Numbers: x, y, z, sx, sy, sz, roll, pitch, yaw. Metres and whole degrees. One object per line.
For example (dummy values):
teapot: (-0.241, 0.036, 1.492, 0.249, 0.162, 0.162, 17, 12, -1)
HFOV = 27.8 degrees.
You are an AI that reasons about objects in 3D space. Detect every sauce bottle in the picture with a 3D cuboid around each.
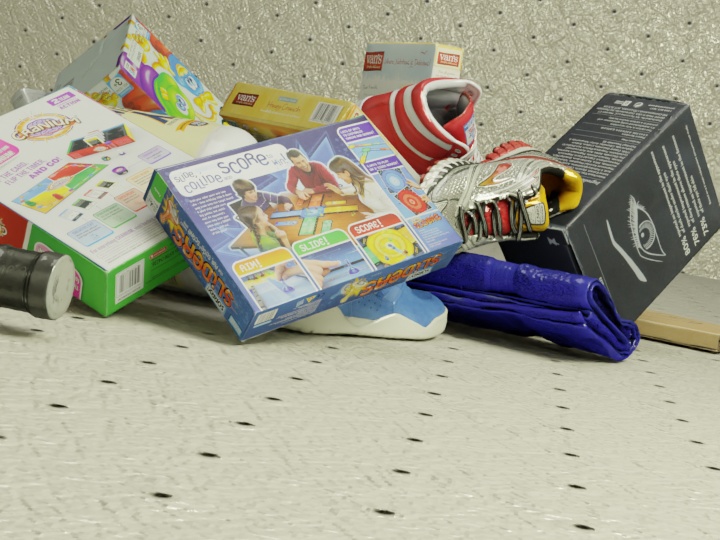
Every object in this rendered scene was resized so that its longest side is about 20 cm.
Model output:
sauce bottle: (-0.274, -0.008, 0.889, 0.199, 0.066, 0.066, 10, 4, 13)

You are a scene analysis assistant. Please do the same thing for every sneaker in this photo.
sneaker: (0.115, -0.059, 1.235, 0.082, 0.078, 0.200, 23, 36, 37)
sneaker: (0.006, -0.007, 1.165, 0.199, 0.112, 0.077, 5, 6, -45)
sneaker: (0.093, -0.105, 1.320, 0.200, 0.072, 0.112, 31, -32, -34)

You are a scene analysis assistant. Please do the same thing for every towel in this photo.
towel: (0.132, 0.033, 1.270, 0.199, 0.050, 0.148, 12, -16, 31)

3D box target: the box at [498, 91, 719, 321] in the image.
box: (0.235, -0.051, 1.380, 0.200, 0.148, 0.104, -42, 35, -25)

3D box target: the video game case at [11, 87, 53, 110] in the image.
video game case: (-0.231, -0.085, 1.408, 0.024, 0.183, 0.200, -34, -19, 27)

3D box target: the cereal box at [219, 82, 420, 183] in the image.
cereal box: (-0.015, -0.087, 1.284, 0.143, 0.040, 0.200, 14, -21, 40)

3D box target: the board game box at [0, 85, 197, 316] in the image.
board game box: (-0.204, -0.059, 1.083, 0.200, 0.040, 0.153, 30, 42, 26)

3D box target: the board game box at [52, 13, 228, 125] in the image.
board game box: (-0.185, -0.120, 1.363, 0.200, 0.103, 0.105, 45, 25, -28)

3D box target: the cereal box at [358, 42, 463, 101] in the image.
cereal box: (0.039, -0.127, 1.452, 0.039, 0.201, 0.144, 7, 6, -29)

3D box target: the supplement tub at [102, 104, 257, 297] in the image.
supplement tub: (-0.164, -0.057, 1.225, 0.199, 0.146, 0.145, 11, 5, 15)

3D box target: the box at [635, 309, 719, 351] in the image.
box: (0.312, 0.056, 1.595, 0.199, 0.021, 0.163, 11, 5, 25)

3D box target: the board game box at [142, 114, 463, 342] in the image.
board game box: (-0.039, -0.037, 1.055, 0.199, 0.035, 0.136, -18, 62, -38)
